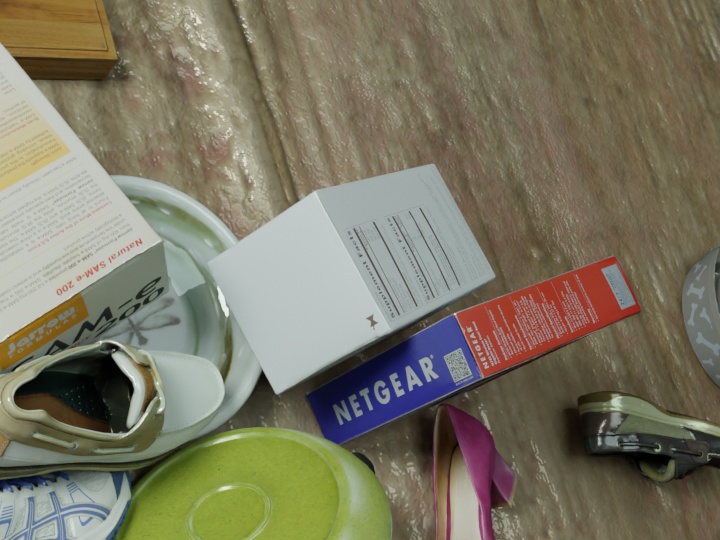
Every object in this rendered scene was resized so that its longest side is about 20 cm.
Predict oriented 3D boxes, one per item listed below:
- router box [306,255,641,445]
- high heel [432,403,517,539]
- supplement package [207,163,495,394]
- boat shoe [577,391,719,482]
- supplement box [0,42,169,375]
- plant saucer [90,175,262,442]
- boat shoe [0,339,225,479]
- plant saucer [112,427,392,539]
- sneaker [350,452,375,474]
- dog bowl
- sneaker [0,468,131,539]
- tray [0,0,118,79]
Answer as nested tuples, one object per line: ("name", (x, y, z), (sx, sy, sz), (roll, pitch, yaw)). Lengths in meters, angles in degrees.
("router box", (0.083, 0.065, 0.868), (0.179, 0.200, 0.049), (-17, 79, -38))
("high heel", (0.072, 0.199, 0.874), (0.096, 0.067, 0.200), (48, 44, -22))
("supplement package", (0.000, 0.000, 0.855), (0.110, 0.114, 0.200), (61, 28, 4))
("boat shoe", (0.281, 0.166, 1.054), (0.200, 0.073, 0.065), (19, 70, -24))
("supplement box", (-0.230, -0.039, 0.715), (0.126, 0.074, 0.200), (-34, 71, -20))
("plant saucer", (-0.163, 0.032, 0.803), (0.200, 0.050, 0.201), (16, 60, -30))
("boat shoe", (-0.150, 0.082, 0.692), (0.200, 0.068, 0.075), (-10, 72, -52))
("plant saucer", (-0.081, 0.164, 0.716), (0.200, 0.200, 0.031), (-48, 137, -40))
("sneaker", (-0.069, 0.171, 0.777), (0.200, 0.090, 0.078), (-28, 86, -40))
("dog bowl", (0.427, 0.056, 1.214), (0.200, 0.059, 0.201), (16, 59, -29))
("sneaker", (-0.210, 0.148, 0.667), (0.200, 0.075, 0.088), (-48, 127, -54))
("tray", (-0.286, -0.194, 0.831), (0.200, 0.037, 0.099), (-7, 73, -37))
